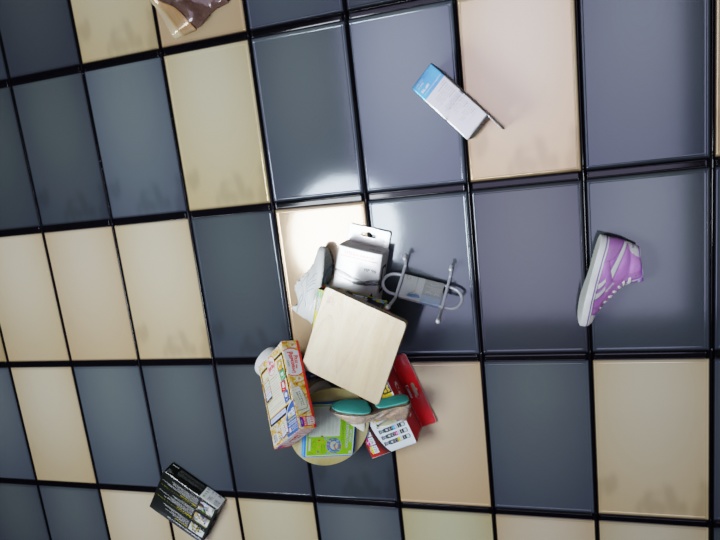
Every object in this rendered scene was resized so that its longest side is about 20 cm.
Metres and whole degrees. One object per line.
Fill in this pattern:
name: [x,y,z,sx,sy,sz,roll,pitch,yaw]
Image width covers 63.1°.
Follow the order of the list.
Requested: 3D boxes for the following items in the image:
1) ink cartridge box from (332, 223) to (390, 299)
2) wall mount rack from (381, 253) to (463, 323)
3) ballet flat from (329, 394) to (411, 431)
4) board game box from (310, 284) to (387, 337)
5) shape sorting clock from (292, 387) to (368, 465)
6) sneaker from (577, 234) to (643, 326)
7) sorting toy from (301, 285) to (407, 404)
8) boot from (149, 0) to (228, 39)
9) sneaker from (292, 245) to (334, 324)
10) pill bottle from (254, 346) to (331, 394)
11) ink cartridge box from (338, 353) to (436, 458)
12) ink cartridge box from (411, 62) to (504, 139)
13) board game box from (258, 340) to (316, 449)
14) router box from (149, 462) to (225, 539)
ink cartridge box: [0.000,0.000,1.409,0.114,0.068,0.205,12,106,14]
wall mount rack: [0.135,0.051,1.330,0.196,0.176,0.075,13,144,11]
ballet flat: [0.025,0.337,1.365,0.195,0.068,0.069,-2,110,-10]
board game box: [-0.033,0.153,1.384,0.162,0.057,0.205,13,105,19]
shape sorting clock: [-0.074,0.374,1.409,0.195,0.039,0.205,-3,105,-10]
sneaker: [0.540,0.035,1.257,0.112,0.073,0.205,15,106,9]
sorting toy: [-0.008,0.158,1.308,0.196,0.069,0.204,23,107,14]
boot: [-0.421,-0.673,1.393,0.165,0.072,0.202,-32,91,8]
sneaker: [-0.122,0.033,1.454,0.086,0.074,0.204,20,107,16]
pill bottle: [-0.175,0.279,1.481,0.198,0.110,0.113,32,111,32]
ink cartridge box: [0.069,0.333,1.458,0.173,0.084,0.203,-25,94,20]
ink cartridge box: [0.209,-0.342,1.243,0.200,0.116,0.067,43,110,3]
board game box: [-0.171,0.285,1.343,0.151,0.045,0.204,-44,53,47]
router box: [-0.511,0.684,1.728,0.198,0.051,0.151,31,111,8]
